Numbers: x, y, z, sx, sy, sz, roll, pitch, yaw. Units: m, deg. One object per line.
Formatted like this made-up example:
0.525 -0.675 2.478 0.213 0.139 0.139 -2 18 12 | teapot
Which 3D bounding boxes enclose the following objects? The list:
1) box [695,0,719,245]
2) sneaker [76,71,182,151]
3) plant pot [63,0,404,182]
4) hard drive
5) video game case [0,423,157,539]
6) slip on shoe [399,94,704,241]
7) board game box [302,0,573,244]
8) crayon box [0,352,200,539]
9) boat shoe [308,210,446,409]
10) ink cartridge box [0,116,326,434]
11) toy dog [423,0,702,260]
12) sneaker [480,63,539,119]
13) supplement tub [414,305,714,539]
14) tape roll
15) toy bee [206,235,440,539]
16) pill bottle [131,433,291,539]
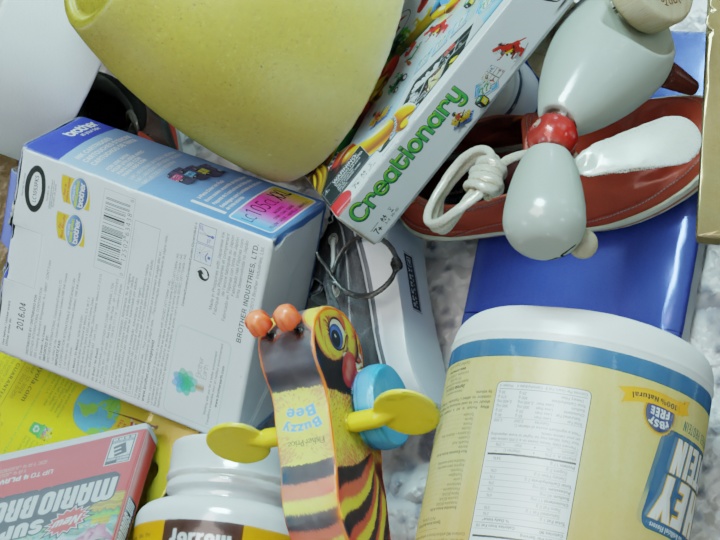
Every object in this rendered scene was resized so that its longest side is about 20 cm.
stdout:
0.287 -0.086 1.391 0.200 0.021 0.164 4 74 5 | box
-0.128 -0.042 1.548 0.077 0.082 0.200 -39 61 5 | sneaker
-0.082 -0.163 1.423 0.200 0.142 0.200 -38 45 50 | plant pot
0.139 -0.044 1.469 0.132 0.025 0.200 5 72 25 | hard drive
-0.198 0.167 1.416 0.143 0.017 0.200 -13 34 18 | video game case
0.111 -0.061 1.436 0.200 0.061 0.074 -10 65 14 | slip on shoe
0.041 -0.121 1.420 0.200 0.035 0.126 -51 28 7 | board game box
-0.190 0.111 1.533 0.200 0.051 0.127 26 82 29 | crayon box
0.000 0.000 1.489 0.068 0.072 0.200 -19 67 20 | boat shoe
-0.132 -0.002 1.480 0.200 0.076 0.137 20 115 17 | ink cartridge box
0.133 -0.077 1.362 0.132 0.096 0.200 -6 52 62 | toy dog
0.014 -0.129 1.518 0.200 0.071 0.073 22 85 35 | sneaker
0.104 0.132 1.348 0.144 0.145 0.200 4 72 24 | supplement tub
-0.200 -0.168 1.567 0.203 0.071 0.203 -54 25 40 | tape roll
-0.030 0.066 1.371 0.131 0.109 0.200 -33 58 17 | toy bee
-0.080 0.197 1.420 0.109 0.109 0.200 -1 70 22 | pill bottle
